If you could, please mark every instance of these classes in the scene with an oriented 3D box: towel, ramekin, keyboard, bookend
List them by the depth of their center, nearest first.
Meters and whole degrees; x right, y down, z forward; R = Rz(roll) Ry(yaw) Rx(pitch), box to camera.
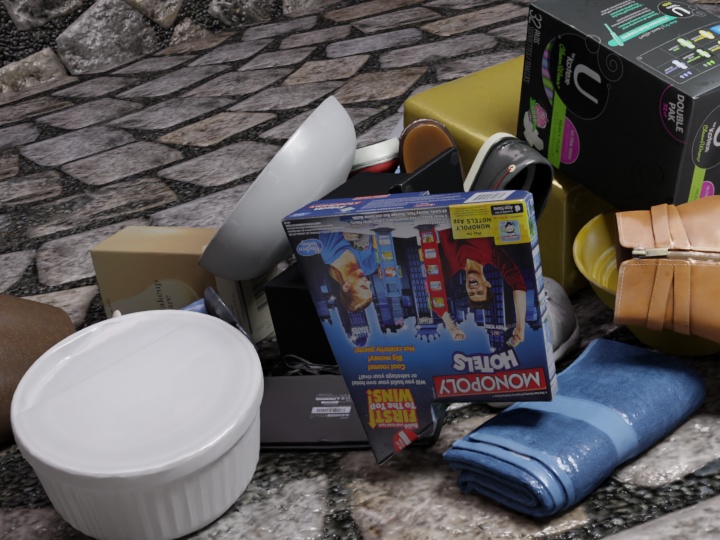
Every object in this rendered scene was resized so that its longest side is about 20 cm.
[{"bbox_3d":[0.167,0.116,1.056,0.199,0.049,0.111,-27,25,-36],"label":"towel"},{"bbox_3d":[-0.169,0.126,1.095,0.199,0.095,0.203,-5,35,3],"label":"ramekin"},{"bbox_3d":[-0.017,0.120,1.192,0.197,0.040,0.105,-2,45,20],"label":"keyboard"},{"bbox_3d":[0.000,0.000,1.241,0.198,0.201,0.092,3,26,37],"label":"bookend"}]

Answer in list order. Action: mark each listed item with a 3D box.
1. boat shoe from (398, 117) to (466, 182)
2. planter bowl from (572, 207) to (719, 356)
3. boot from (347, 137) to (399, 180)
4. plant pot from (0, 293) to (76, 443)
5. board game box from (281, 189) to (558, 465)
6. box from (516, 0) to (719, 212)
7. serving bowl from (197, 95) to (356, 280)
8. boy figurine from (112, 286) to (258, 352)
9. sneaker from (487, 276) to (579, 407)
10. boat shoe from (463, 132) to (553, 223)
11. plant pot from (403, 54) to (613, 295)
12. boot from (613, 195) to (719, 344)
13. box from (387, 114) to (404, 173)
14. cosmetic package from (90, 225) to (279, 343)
[{"bbox_3d":[0.079,-0.047,1.331,0.069,0.203,0.070,-9,12,-2],"label":"boat shoe"},{"bbox_3d":[0.283,0.015,1.191,0.197,0.084,0.201,-6,29,3],"label":"planter bowl"},{"bbox_3d":[0.012,-0.048,1.413,0.072,0.146,0.200,-14,-7,-17],"label":"boot"},{"bbox_3d":[-0.364,0.092,1.270,0.198,0.190,0.186,-6,14,-33],"label":"plant pot"},{"bbox_3d":[0.054,0.044,1.056,0.197,0.203,0.062,-3,15,26],"label":"board game box"},{"bbox_3d":[0.250,-0.150,1.222,0.123,0.150,0.200,-25,45,-28],"label":"box"},{"bbox_3d":[-0.065,-0.064,1.293,0.201,0.066,0.200,-50,2,2],"label":"serving bowl"},{"bbox_3d":[-0.192,0.095,1.214,0.199,0.125,0.064,-35,18,-8],"label":"boy figurine"},{"bbox_3d":[0.149,0.041,1.217,0.074,0.083,0.200,-6,20,15],"label":"sneaker"},{"bbox_3d":[0.115,-0.021,1.264,0.073,0.204,0.063,7,21,-35],"label":"boat shoe"},{"bbox_3d":[0.178,-0.079,1.389,0.194,0.197,0.199,-22,35,-29],"label":"plant pot"},{"bbox_3d":[0.268,0.037,1.048,0.152,0.074,0.202,-1,60,5],"label":"boot"},{"bbox_3d":[0.059,-0.102,1.561,0.155,0.041,0.201,1,52,54],"label":"box"},{"bbox_3d":[-0.180,0.014,1.451,0.198,0.107,0.071,1,23,35],"label":"cosmetic package"}]
